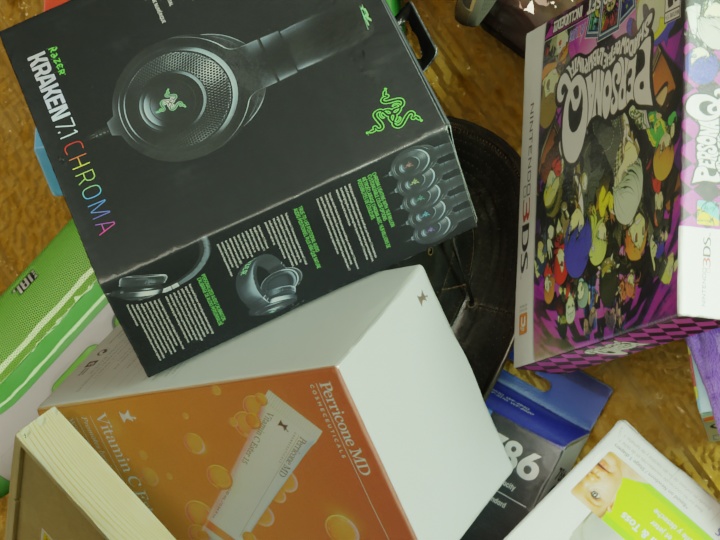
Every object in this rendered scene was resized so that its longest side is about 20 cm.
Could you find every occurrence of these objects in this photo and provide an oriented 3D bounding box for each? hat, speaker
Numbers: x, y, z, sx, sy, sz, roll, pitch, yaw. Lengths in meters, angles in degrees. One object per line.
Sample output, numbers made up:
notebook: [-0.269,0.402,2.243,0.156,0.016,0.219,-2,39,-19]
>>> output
hat: [0.000,0.000,1.530,0.200,0.081,0.202,-12,66,29]
speaker: [-0.159,0.029,1.591,0.088,0.088,0.200,44,93,18]

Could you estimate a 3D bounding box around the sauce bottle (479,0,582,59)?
sauce bottle: [0.080,-0.166,1.572,0.066,0.066,0.201,-35,71,7]

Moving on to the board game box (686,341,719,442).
board game box: [0.210,-0.024,1.486,0.104,0.103,0.201,-9,77,7]

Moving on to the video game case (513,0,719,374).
video game case: [0.130,-0.051,1.418,0.036,0.200,0.183,6,80,-19]

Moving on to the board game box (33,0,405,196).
board game box: [-0.075,-0.124,1.577,0.199,0.040,0.154,-9,49,8]

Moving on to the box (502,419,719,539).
box: [0.102,0.194,1.446,0.112,0.102,0.200,41,71,19]

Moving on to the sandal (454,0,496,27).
sandal: [0.123,-0.201,1.499,0.055,0.082,0.200,43,88,10]

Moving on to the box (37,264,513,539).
box: [-0.044,0.086,1.473,0.199,0.098,0.125,-10,115,36]

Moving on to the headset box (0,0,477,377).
headset box: [-0.055,-0.074,1.448,0.199,0.093,0.175,-23,56,-2]

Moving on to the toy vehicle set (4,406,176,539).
toy vehicle set: [-0.137,0.167,1.507,0.026,0.200,0.124,-35,71,-26]

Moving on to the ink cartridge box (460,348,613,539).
ink cartridge box: [0.045,0.126,1.542,0.099,0.039,0.201,27,87,19]

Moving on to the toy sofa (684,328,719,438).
toy sofa: [0.215,0.072,1.371,0.097,0.083,0.201,-16,85,4]
